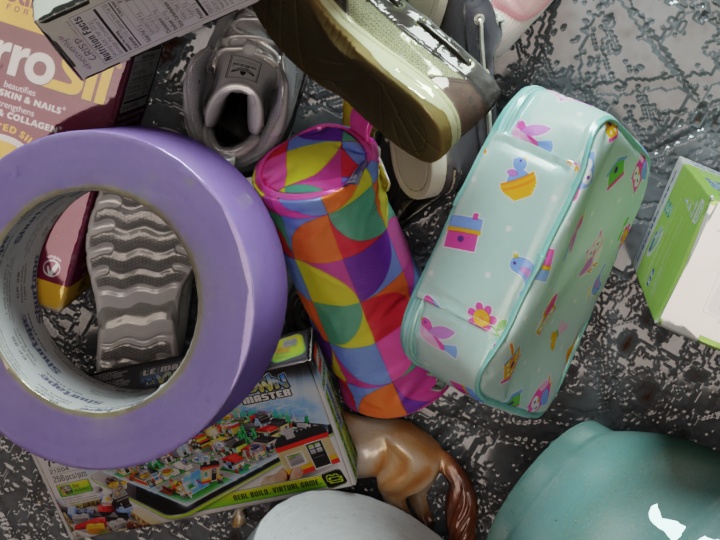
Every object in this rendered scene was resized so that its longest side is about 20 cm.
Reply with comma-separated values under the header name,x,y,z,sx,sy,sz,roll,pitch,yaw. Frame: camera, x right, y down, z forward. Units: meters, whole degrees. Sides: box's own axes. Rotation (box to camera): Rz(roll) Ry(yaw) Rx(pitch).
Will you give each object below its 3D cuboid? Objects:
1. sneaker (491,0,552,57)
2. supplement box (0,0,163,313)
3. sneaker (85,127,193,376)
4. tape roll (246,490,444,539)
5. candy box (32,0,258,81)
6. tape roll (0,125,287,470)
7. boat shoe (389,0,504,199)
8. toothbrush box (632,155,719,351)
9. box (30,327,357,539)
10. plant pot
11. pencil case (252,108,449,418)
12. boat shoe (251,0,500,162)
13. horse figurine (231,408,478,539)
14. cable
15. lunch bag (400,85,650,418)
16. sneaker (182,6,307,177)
name,x,y,z,sx,sy,sz,roll,pitch,yaw
sneaker,0.034,-0.213,1.278,0.200,0.075,0.105,35,95,-7
supplement box,-0.217,-0.092,1.302,0.130,0.103,0.201,17,100,2
sneaker,-0.143,-0.004,1.307,0.074,0.082,0.201,8,116,-7
tape roll,0.003,0.235,1.256,0.200,0.201,0.066,34,122,-3
candy box,-0.098,-0.213,1.186,0.199,0.137,0.061,-21,139,13
tape roll,-0.149,0.014,1.207,0.198,0.085,0.202,1,96,11
boat shoe,0.055,-0.146,1.239,0.062,0.073,0.202,-7,105,-28
toothbrush box,0.255,0.005,1.239,0.145,0.200,0.087,23,102,-1
box,-0.111,0.108,1.299,0.199,0.035,0.111,-12,124,10
plant pot,0.166,0.183,1.296,0.134,0.200,0.201,39,101,24
pencil case,0.000,0.000,1.280,0.088,0.089,0.201,-15,126,6
boat shoe,0.003,-0.143,1.196,0.066,0.072,0.201,-30,58,-25
horse figurine,-0.003,0.139,1.357,0.199,0.050,0.133,16,107,3
cable,0.013,-0.042,1.340,0.096,0.050,0.201,13,113,-16
lunch bag,0.106,-0.006,1.262,0.077,0.160,0.201,26,91,22
sneaker,-0.062,-0.151,1.275,0.075,0.115,0.201,14,100,1
